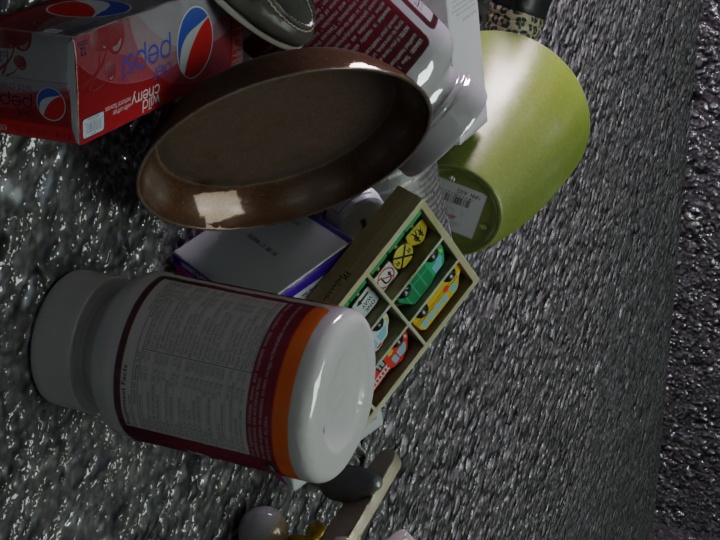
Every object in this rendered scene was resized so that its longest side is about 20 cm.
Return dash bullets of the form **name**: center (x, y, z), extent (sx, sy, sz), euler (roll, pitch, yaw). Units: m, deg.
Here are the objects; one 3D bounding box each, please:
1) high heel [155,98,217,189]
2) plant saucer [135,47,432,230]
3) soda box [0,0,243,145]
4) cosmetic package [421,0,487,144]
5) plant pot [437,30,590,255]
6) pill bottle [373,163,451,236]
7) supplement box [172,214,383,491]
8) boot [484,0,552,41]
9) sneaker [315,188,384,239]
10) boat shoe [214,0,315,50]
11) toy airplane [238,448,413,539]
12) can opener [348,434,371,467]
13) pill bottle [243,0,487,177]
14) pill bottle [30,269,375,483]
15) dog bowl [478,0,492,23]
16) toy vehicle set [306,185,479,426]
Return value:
- **high heel**: center (-0.059, -0.108, 1.012), extent (0.200, 0.067, 0.096), euler (-29, 139, -35)
- **plant saucer**: center (-0.052, -0.088, 0.909), extent (0.200, 0.199, 0.035), euler (43, 26, -65)
- **soda box**: center (-0.146, -0.135, 0.848), extent (0.200, 0.070, 0.064), euler (-40, 136, -59)
- **cosmetic package**: center (0.040, -0.212, 1.201), extent (0.081, 0.112, 0.201), euler (-45, 134, -56)
- **plant pot**: center (0.110, -0.105, 1.328), extent (0.200, 0.186, 0.188), euler (-59, 152, -54)
- **pill bottle**: center (0.016, -0.050, 1.179), extent (0.113, 0.113, 0.201), euler (-53, 137, -49)
- **supplement box**: center (-0.059, 0.055, 1.077), extent (0.103, 0.101, 0.201), euler (-36, 137, -25)
- **boot**: center (0.179, -0.318, 1.449), extent (0.204, 0.073, 0.154), euler (-52, 161, -73)
- **sneaker**: center (0.000, 0.000, 1.112), extent (0.073, 0.071, 0.201), euler (-28, 135, -19)
- **boat shoe**: center (-0.084, -0.219, 0.859), extent (0.200, 0.057, 0.067), euler (47, 35, -27)
- **toy airplane**: center (-0.044, 0.255, 1.200), extent (0.199, 0.141, 0.200), euler (-52, 180, 16)
- **can opener**: center (-0.007, 0.116, 1.341), extent (0.067, 0.053, 0.201), euler (-131, -123, -75)
- **pill bottle**: center (-0.009, -0.163, 0.992), extent (0.200, 0.113, 0.113), euler (42, 48, -14)
- **pill bottle**: center (-0.099, 0.061, 0.879), extent (0.109, 0.199, 0.110), euler (10, 90, -69)
- **dog bowl**: center (0.151, -0.364, 1.519), extent (0.200, 0.058, 0.201), euler (11, 90, -69)
- **toy vehicle set**: center (-0.001, 0.049, 1.031), extent (0.200, 0.026, 0.124), euler (-52, 142, -8)
